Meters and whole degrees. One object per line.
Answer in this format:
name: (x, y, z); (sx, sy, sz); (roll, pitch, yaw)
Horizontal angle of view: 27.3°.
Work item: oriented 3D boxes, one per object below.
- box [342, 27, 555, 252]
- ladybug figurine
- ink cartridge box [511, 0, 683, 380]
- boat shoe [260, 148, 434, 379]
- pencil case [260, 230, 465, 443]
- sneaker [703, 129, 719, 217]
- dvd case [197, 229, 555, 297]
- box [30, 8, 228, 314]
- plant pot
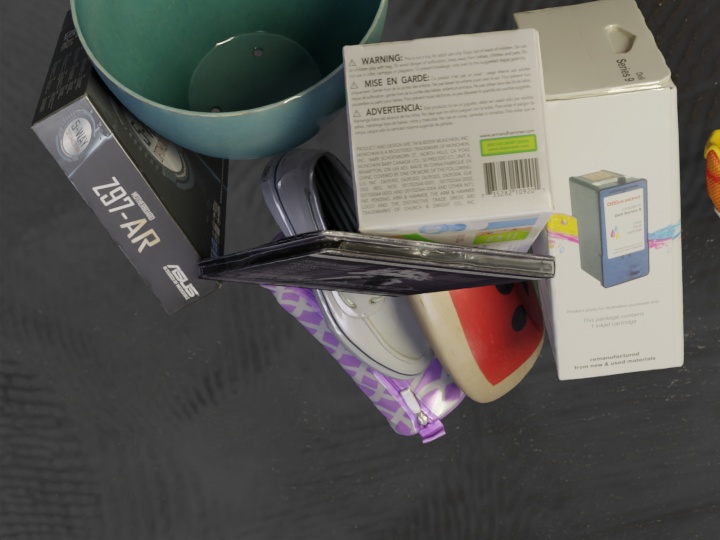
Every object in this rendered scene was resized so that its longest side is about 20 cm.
box: (0.050, -0.066, 0.890); (0.111, 0.200, 0.103); (-5, 84, 2)
ladybug figurine: (0.079, 0.007, 1.068); (0.071, 0.137, 0.201); (-18, 129, 17)
ink cartridge box: (0.152, -0.055, 0.956); (0.086, 0.146, 0.202); (-6, 121, 1)
boat shoe: (0.000, 0.000, 1.071); (0.201, 0.074, 0.066); (53, 153, -20)
pencil case: (0.002, 0.046, 1.157); (0.083, 0.086, 0.200); (-31, 113, 29)
sneaker: (0.319, -0.076, 0.958); (0.198, 0.073, 0.078); (-11, 115, 23)
dvd case: (0.003, -0.002, 0.894); (0.147, 0.016, 0.199); (6, 174, -25)
box: (-0.151, -0.088, 1.018); (0.043, 0.201, 0.161); (-27, 118, 12)
plant pot: (-0.076, -0.151, 0.965); (0.197, 0.202, 0.135); (11, 155, 10)
